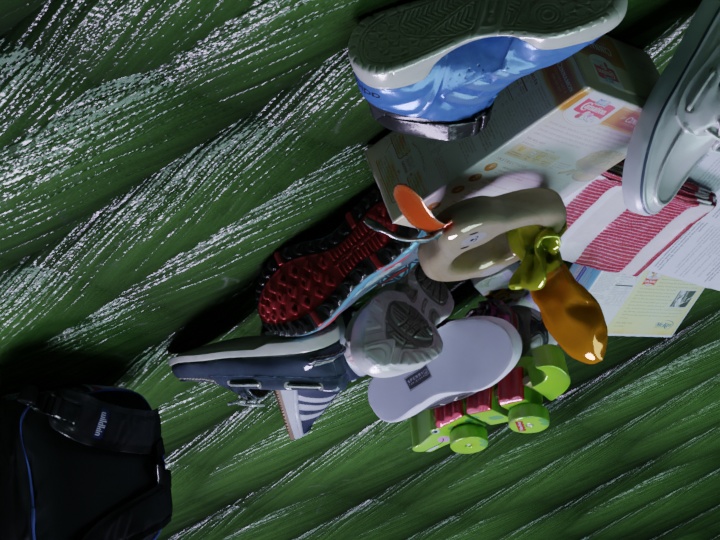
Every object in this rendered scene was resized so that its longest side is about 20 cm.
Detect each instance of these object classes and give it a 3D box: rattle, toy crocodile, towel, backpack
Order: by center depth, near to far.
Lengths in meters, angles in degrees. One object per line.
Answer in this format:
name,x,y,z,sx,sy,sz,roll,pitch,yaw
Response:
rattle,0.099,0.008,1.462,0.130,0.143,0.200,-11,172,26
towel,0.201,-0.050,1.678,0.199,0.023,0.144,14,144,-23
backpack,-0.263,0.190,1.688,0.154,0.201,0.190,1,-176,39
toy crocodile,0.121,0.125,1.790,0.200,0.068,0.062,-24,143,38

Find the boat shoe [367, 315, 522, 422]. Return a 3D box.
boat shoe,0.090,0.091,1.753,0.066,0.070,0.200,-15,165,-44

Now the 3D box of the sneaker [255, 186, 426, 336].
sneaker,0.000,0.000,1.624,0.200,0.080,0.095,-32,158,26

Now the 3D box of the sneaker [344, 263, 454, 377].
sneaker,0.022,0.063,1.682,0.099,0.078,0.200,-42,-179,22

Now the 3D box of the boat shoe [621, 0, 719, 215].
boat shoe,0.268,-0.130,1.450,0.073,0.065,0.201,14,101,-54

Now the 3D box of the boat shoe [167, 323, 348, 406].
boat shoe,-0.092,0.089,1.689,0.199,0.062,0.075,-10,-171,35

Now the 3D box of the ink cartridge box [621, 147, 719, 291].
ink cartridge box,0.319,-0.059,1.725,0.199,0.043,0.196,15,146,-15

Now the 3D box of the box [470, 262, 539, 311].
box,0.147,0.017,1.848,0.039,0.042,0.200,-25,159,11

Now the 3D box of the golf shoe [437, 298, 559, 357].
golf shoe,0.118,0.081,1.858,0.092,0.073,0.200,12,164,-30

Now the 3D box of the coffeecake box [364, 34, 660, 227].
coffeecake box,0.130,-0.108,1.500,0.200,0.073,0.153,-34,155,28

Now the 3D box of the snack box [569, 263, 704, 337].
snack box,0.284,0.012,1.918,0.200,0.037,0.116,4,125,-47

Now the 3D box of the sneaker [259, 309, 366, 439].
sneaker,-0.033,0.102,1.839,0.108,0.070,0.200,-18,155,-5

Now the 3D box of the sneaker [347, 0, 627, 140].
sneaker,0.095,-0.155,1.350,0.199,0.077,0.111,-18,152,1
